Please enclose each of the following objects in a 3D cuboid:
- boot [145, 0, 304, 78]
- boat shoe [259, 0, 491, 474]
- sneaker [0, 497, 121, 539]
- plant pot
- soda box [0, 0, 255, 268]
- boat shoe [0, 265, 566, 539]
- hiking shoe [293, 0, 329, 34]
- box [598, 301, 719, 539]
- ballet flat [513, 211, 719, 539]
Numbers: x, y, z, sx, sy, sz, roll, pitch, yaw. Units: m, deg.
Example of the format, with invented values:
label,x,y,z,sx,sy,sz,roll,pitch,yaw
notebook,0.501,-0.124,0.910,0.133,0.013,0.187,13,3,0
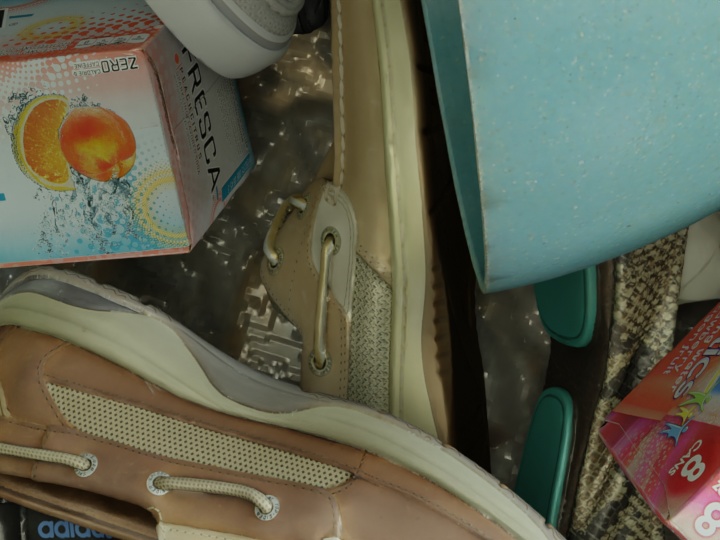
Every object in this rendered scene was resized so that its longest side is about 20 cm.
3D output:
label,x,y,z,sx,sy,sz,roll,pitch,yaw
boot,-0.041,-0.157,0.754,0.095,0.074,0.201,-21,103,22
boat shoe,0.000,0.000,0.831,0.064,0.072,0.202,-2,96,16
sneaker,-0.083,0.108,0.808,0.199,0.076,0.112,7,89,44
plant pot,0.080,-0.105,0.706,0.134,0.200,0.202,-9,89,-1
soda box,-0.137,-0.038,0.822,0.199,0.068,0.064,-4,113,18
boat shoe,-0.026,0.070,0.771,0.199,0.076,0.072,23,72,22
hiking shoe,-0.093,-0.142,0.838,0.100,0.076,0.201,-30,88,3
box,0.173,0.085,0.770,0.103,0.095,0.200,-45,103,5
ballet flat,0.081,0.029,0.830,0.075,0.068,0.202,1,96,-15
